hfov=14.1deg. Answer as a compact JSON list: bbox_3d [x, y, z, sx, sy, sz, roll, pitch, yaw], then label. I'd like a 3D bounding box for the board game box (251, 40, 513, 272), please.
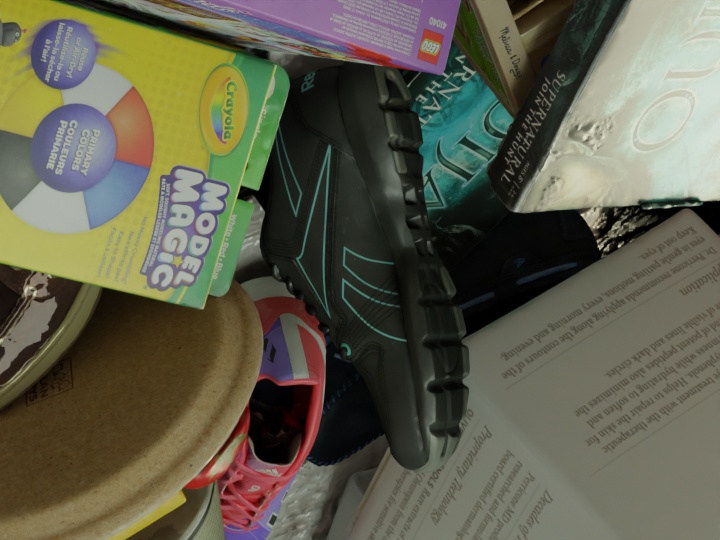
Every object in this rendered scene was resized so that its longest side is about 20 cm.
[{"bbox_3d":[0.057,-0.080,1.451,0.200,0.028,0.135,-45,142,15],"label":"board game box"}]

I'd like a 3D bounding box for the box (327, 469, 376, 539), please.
[{"bbox_3d":[0.104,0.206,1.659,0.199,0.200,0.131,-13,143,-28],"label":"box"}]

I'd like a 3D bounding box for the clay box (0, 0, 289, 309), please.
[{"bbox_3d":[-0.122,-0.056,1.243,0.200,0.048,0.115,14,96,-29],"label":"clay box"}]

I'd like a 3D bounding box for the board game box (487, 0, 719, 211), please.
[{"bbox_3d":[0.150,-0.110,1.260,0.135,0.028,0.200,-5,135,-37],"label":"board game box"}]

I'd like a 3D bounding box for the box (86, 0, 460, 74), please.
[{"bbox_3d":[-0.074,-0.126,1.203,0.200,0.137,0.039,14,88,-47],"label":"box"}]

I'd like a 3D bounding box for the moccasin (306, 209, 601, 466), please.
[{"bbox_3d":[0.041,0.038,1.541,0.200,0.068,0.080,-44,144,14],"label":"moccasin"}]

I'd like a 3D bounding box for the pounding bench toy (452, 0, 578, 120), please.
[{"bbox_3d":[0.086,-0.191,1.261,0.156,0.124,0.200,-33,145,-3],"label":"pounding bench toy"}]

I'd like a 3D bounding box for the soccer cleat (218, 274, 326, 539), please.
[{"bbox_3d":[-0.058,0.094,1.513,0.068,0.073,0.200,-1,134,-18],"label":"soccer cleat"}]

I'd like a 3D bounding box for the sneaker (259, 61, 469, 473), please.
[{"bbox_3d":[0.000,0.000,1.377,0.079,0.200,0.075,-13,175,15],"label":"sneaker"}]

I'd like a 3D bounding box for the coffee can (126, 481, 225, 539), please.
[{"bbox_3d":[-0.136,0.156,1.469,0.146,0.146,0.200,-23,143,-16],"label":"coffee can"}]

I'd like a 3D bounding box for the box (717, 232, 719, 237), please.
[{"bbox_3d":[0.294,-0.006,1.601,0.200,0.131,0.199,-15,143,-52],"label":"box"}]

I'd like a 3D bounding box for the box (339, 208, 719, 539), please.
[{"bbox_3d":[0.131,0.117,1.503,0.199,0.171,0.200,-29,156,-37],"label":"box"}]

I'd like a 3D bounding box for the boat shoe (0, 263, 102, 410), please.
[{"bbox_3d":[-0.145,-0.025,1.306,0.200,0.072,0.072,-52,131,2],"label":"boat shoe"}]

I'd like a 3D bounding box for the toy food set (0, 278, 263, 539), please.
[{"bbox_3d":[-0.134,0.066,1.328,0.198,0.200,0.049,-32,127,-5],"label":"toy food set"}]
